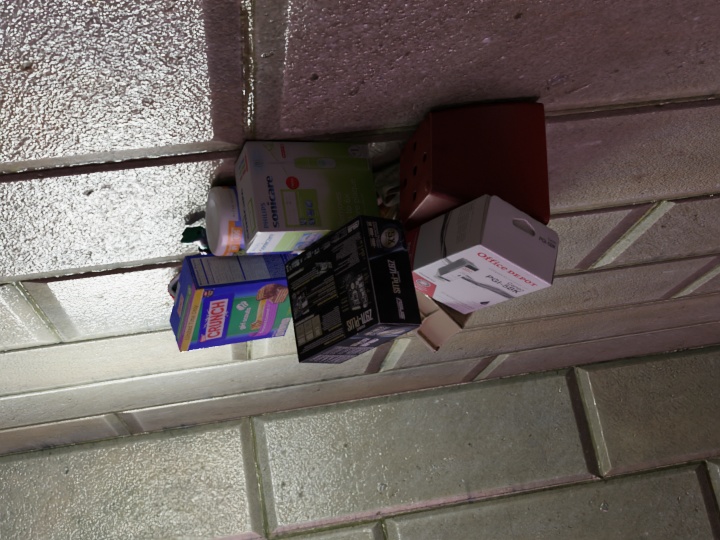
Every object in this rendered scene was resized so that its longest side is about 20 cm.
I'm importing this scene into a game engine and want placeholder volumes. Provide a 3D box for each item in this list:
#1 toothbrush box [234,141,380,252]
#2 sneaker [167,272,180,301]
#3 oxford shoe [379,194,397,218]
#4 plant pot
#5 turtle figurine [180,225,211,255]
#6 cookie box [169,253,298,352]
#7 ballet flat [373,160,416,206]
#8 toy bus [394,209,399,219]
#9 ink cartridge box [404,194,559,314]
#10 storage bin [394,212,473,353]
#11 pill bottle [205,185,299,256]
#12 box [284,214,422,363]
[{"bbox_3d":[-0.081,-0.112,1.369,0.197,0.148,0.086,-2,161,-22],"label":"toothbrush box"},{"bbox_3d":[-0.292,0.035,1.816,0.197,0.072,0.113,-9,165,1],"label":"sneaker"},{"bbox_3d":[0.014,-0.084,1.546,0.071,0.200,0.072,27,129,8],"label":"oxford shoe"},{"bbox_3d":[0.162,-0.139,1.378,0.174,0.203,0.200,8,157,-17],"label":"plant pot"},{"bbox_3d":[-0.259,0.006,1.644,0.100,0.150,0.201,-38,149,-7],"label":"turtle figurine"},{"bbox_3d":[-0.210,0.048,1.530,0.198,0.076,0.172,-7,142,-28],"label":"cookie box"},{"bbox_3d":[0.023,-0.131,1.505,0.198,0.063,0.067,-21,160,29],"label":"ballet flat"},{"bbox_3d":[0.157,-0.049,1.680,0.197,0.079,0.065,17,135,-11],"label":"toy bus"},{"bbox_3d":[0.169,-0.018,1.319,0.146,0.084,0.199,26,153,-25],"label":"ink cartridge box"},{"bbox_3d":[0.121,-0.012,1.488,0.200,0.198,0.094,-49,-176,-37],"label":"storage bin"},{"bbox_3d":[-0.147,-0.082,1.477,0.197,0.114,0.112,-2,161,-22],"label":"pill bottle"},{"bbox_3d":[-0.016,0.033,1.340,0.085,0.166,0.199,5,156,-39],"label":"box"}]
